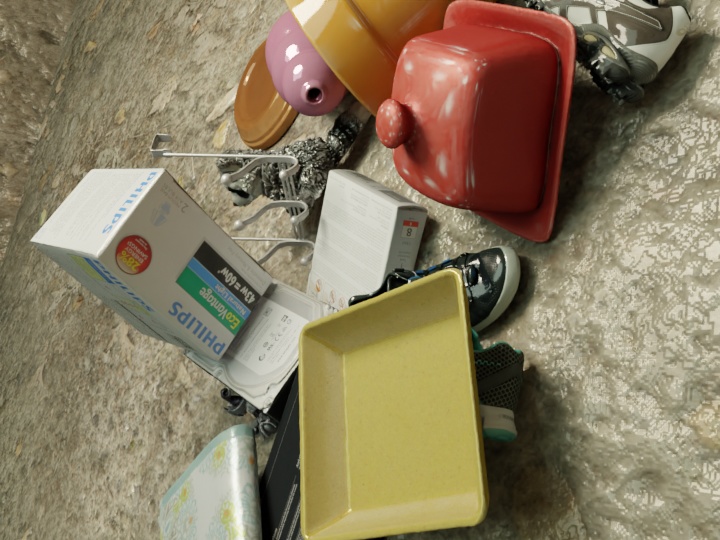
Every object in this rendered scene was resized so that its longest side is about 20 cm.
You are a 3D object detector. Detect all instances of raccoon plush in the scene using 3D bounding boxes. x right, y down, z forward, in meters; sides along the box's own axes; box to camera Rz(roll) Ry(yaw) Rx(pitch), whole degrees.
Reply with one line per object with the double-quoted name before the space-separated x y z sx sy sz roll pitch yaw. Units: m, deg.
"raccoon plush" -0.094 -0.159 1.015 0.201 0.133 0.097 -57 10 -5

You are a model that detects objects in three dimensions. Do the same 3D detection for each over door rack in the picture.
"over door rack" -0.158 -0.077 0.960 0.198 0.149 0.067 11 47 20

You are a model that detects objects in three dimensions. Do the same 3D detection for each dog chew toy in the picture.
"dog chew toy" -0.063 -0.262 1.016 0.125 0.124 0.201 -51 24 25

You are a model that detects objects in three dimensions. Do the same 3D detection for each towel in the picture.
"towel" -0.164 0.290 0.858 0.200 0.048 0.172 -49 39 35

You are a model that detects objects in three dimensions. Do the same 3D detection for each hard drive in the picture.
"hard drive" -0.116 0.080 0.930 0.199 0.038 0.140 23 72 49

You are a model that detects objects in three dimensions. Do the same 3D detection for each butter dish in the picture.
"butter dish" 0.083 -0.138 0.725 0.199 0.146 0.202 37 130 53

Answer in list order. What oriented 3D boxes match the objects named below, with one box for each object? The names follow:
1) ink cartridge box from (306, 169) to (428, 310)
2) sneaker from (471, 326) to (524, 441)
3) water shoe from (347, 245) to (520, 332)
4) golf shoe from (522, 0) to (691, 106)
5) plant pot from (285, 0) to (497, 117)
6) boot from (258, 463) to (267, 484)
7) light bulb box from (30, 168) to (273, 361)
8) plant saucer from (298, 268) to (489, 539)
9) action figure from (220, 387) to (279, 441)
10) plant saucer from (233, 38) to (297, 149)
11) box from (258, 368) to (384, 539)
"ink cartridge box" 0.000 0.000 0.917 0.162 0.050 0.202 36 121 54
"sneaker" 0.075 0.089 0.735 0.199 0.077 0.092 15 82 46
"water shoe" 0.064 0.029 0.764 0.199 0.078 0.072 -32 50 42
"golf shoe" 0.213 -0.232 0.703 0.094 0.077 0.201 -43 49 17
"plant pot" 0.046 -0.292 0.865 0.183 0.200 0.201 -38 44 16
"boot" -0.136 0.318 0.912 0.130 0.067 0.202 -19 58 49
"light bulb box" -0.246 -0.012 0.936 0.199 0.198 0.125 9 58 48
"plant saucer" 0.030 0.123 0.676 0.199 0.048 0.202 -22 60 39
"action figure" -0.133 0.124 1.002 0.130 0.069 0.202 -40 48 29
"plant saucer" -0.144 -0.290 1.240 0.199 0.037 0.202 -27 54 45
"box" -0.031 0.213 0.809 0.141 0.078 0.202 19 91 52
